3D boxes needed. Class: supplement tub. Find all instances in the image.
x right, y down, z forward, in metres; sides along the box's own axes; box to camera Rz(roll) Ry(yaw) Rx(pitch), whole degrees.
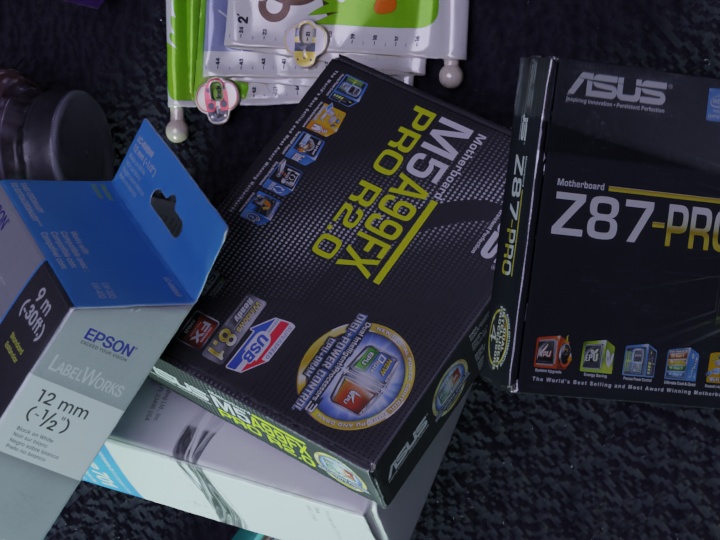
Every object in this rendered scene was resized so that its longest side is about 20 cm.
[{"bbox_3d":[-0.245,-0.061,1.260,0.198,0.107,0.108,-3,91,22],"label":"supplement tub"}]

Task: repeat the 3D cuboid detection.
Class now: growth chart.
[{"bbox_3d":[-0.026,-0.156,1.212,0.198,0.018,0.146,-7,89,22],"label":"growth chart"}]

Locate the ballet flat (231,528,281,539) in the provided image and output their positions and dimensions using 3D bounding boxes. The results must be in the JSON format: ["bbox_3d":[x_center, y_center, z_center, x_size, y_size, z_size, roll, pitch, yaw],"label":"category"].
[{"bbox_3d":[-0.064,0.190,1.224,0.074,0.074,0.200,46,110,15],"label":"ballet flat"}]

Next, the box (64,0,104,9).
[{"bbox_3d":[-0.142,-0.271,1.236,0.137,0.039,0.200,47,108,22],"label":"box"}]

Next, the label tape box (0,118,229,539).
[{"bbox_3d":[-0.160,0.023,1.095,0.201,0.066,0.143,-58,35,12],"label":"label tape box"}]

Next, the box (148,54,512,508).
[{"bbox_3d":[0.000,0.000,1.108,0.159,0.044,0.200,26,68,27],"label":"box"}]

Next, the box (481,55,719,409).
[{"bbox_3d":[0.166,-0.014,1.063,0.198,0.049,0.163,7,93,-16],"label":"box"}]

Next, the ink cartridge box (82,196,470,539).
[{"bbox_3d":[-0.051,0.059,1.161,0.199,0.086,0.147,15,63,20],"label":"ink cartridge box"}]
